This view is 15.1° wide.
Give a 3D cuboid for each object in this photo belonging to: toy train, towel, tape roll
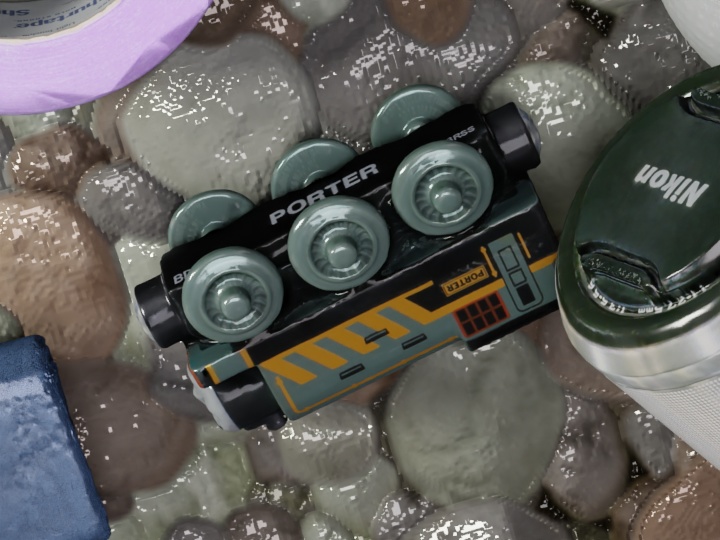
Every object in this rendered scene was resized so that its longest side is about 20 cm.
[{"bbox_3d":[0.000,0.000,1.231,0.199,0.085,0.114,-27,120,3],"label":"toy train"},{"bbox_3d":[-0.222,0.103,1.254,0.198,0.049,0.112,-16,110,0],"label":"towel"},{"bbox_3d":[-0.149,-0.171,1.159,0.198,0.066,0.202,-2,110,-6],"label":"tape roll"}]

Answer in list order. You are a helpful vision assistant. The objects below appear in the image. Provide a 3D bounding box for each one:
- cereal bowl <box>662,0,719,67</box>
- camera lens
[{"bbox_3d":[0.227,-0.157,1.200,0.198,0.083,0.202,-3,110,-7],"label":"cereal bowl"},{"bbox_3d":[0.196,0.016,1.200,0.160,0.160,0.200,-45,122,9],"label":"camera lens"}]
